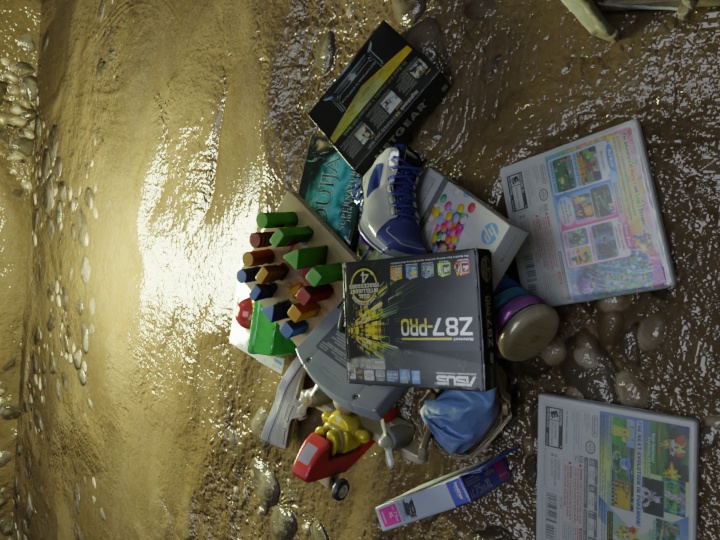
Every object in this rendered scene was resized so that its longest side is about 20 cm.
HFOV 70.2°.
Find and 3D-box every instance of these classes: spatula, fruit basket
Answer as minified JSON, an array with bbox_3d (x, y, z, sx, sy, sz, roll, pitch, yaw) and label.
[{"bbox_3d":[0.000,0.000,0.799,0.020,0.056,0.203,6,75,52],"label":"spatula"},{"bbox_3d":[-0.201,0.090,1.051,0.199,0.093,0.188,18,101,49],"label":"fruit basket"}]

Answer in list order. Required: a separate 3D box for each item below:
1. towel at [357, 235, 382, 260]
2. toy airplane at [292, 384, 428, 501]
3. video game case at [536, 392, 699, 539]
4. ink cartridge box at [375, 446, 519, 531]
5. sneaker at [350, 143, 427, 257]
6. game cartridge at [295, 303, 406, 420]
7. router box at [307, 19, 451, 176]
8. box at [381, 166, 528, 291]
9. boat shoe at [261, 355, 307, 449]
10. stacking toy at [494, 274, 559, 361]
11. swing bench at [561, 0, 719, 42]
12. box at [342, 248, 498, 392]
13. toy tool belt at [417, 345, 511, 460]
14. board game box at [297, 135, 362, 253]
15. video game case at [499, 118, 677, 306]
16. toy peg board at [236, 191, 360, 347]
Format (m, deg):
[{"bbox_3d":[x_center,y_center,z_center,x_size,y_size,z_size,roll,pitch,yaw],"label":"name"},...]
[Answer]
[{"bbox_3d":[0.061,-0.054,0.841,0.147,0.036,0.203,18,100,40],"label":"towel"},{"bbox_3d":[-0.004,0.234,0.795,0.197,0.200,0.143,-7,113,1],"label":"toy airplane"},{"bbox_3d":[0.307,0.266,0.628,0.181,0.022,0.203,1,89,42],"label":"video game case"},{"bbox_3d":[0.127,0.310,0.723,0.200,0.118,0.042,-41,63,33],"label":"ink cartridge box"},{"bbox_3d":[0.048,-0.113,0.729,0.116,0.080,0.201,-58,32,30],"label":"sneaker"},{"bbox_3d":[-0.006,0.132,0.762,0.199,0.133,0.041,26,151,46],"label":"game cartridge"},{"bbox_3d":[0.026,-0.277,0.837,0.200,0.052,0.158,-46,61,17],"label":"router box"},{"bbox_3d":[0.117,-0.033,0.706,0.157,0.041,0.200,-63,36,20],"label":"box"},{"bbox_3d":[-0.130,0.261,0.999,0.069,0.071,0.202,25,104,10],"label":"boat shoe"},{"bbox_3d":[0.177,0.026,0.701,0.086,0.085,0.201,-60,37,23],"label":"stacking toy"},{"bbox_3d":[0.282,-0.343,0.537,0.198,0.198,0.132,-2,88,42],"label":"swing bench"},{"bbox_3d":[0.069,0.062,0.644,0.198,0.049,0.164,-4,87,36],"label":"box"},{"bbox_3d":[0.146,0.166,0.701,0.124,0.122,0.202,35,112,29],"label":"toy tool belt"},{"bbox_3d":[-0.050,-0.135,0.904,0.134,0.028,0.203,10,85,28],"label":"board game box"},{"bbox_3d":[0.280,-0.062,0.654,0.181,0.024,0.203,-15,79,41],"label":"video game case"},{"bbox_3d":[-0.127,0.006,0.862,0.200,0.097,0.200,46,116,19],"label":"toy peg board"}]
